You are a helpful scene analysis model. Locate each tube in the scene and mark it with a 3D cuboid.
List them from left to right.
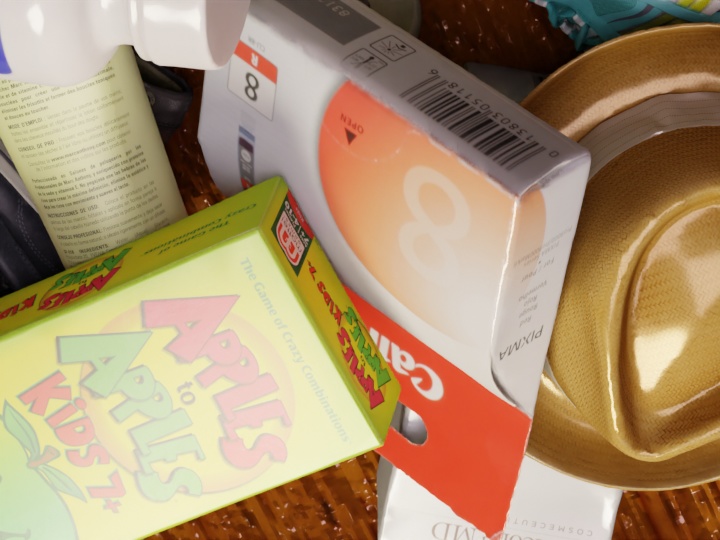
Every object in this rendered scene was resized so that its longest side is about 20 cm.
[{"bbox_3d":[-0.105,-0.046,1.118,0.058,0.052,0.201,-36,118,-30],"label":"tube"}]

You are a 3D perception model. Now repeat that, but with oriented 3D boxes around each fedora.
[{"bbox_3d":[0.127,0.008,1.096,0.200,0.082,0.201,-1,113,-3],"label":"fedora"}]

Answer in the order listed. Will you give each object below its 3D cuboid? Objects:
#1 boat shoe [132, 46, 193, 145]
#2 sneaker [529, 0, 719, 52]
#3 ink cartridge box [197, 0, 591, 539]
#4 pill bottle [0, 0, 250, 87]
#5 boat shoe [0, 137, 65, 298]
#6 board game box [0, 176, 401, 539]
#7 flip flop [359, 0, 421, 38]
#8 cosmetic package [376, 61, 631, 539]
[{"bbox_3d":[-0.154,-0.110,1.142,0.200,0.073,0.065,38,103,-23],"label":"boat shoe"},{"bbox_3d":[0.111,-0.105,1.134,0.199,0.078,0.080,11,119,-3],"label":"sneaker"},{"bbox_3d":[0.000,0.000,1.105,0.162,0.050,0.201,35,133,29],"label":"ink cartridge box"},{"bbox_3d":[-0.141,-0.127,1.019,0.199,0.112,0.113,8,112,9],"label":"pill bottle"},{"bbox_3d":[-0.171,-0.022,1.166,0.200,0.075,0.062,45,63,-18],"label":"boat shoe"},{"bbox_3d":[-0.097,0.051,1.110,0.199,0.048,0.102,-22,110,20],"label":"board game box"},{"bbox_3d":[-0.062,-0.136,1.117,0.199,0.058,0.081,29,81,-12],"label":"flip flop"},{"bbox_3d":[0.072,0.022,1.184,0.101,0.074,0.201,9,110,-3],"label":"cosmetic package"}]
